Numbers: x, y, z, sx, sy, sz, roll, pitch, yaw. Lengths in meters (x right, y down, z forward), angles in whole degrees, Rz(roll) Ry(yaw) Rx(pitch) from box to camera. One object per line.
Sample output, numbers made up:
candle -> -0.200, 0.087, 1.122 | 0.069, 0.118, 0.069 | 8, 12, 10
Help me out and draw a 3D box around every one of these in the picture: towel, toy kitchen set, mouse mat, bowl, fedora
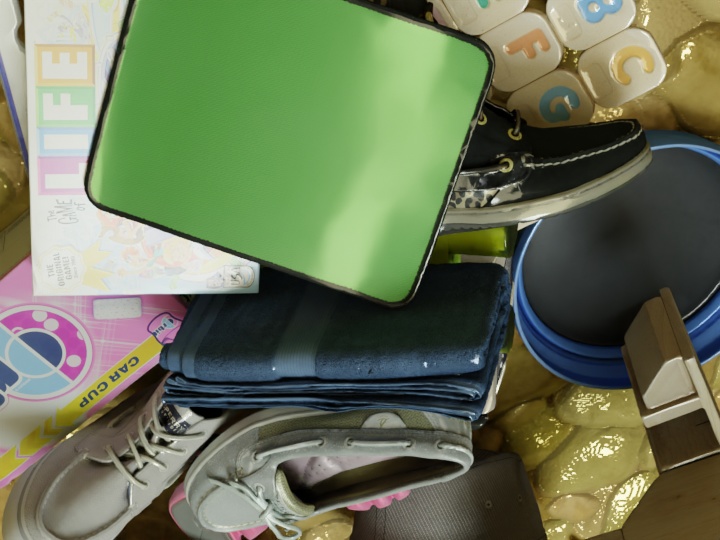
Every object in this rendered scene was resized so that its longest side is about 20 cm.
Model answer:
towel -> -0.012, 0.039, 0.808 | 0.198, 0.112, 0.049 | -2, 123, 19
toy kitchen set -> 0.153, 0.126, 0.906 | 0.179, 0.201, 0.164 | -20, 125, 13
mouse mat -> -0.041, -0.078, 0.747 | 0.199, 0.008, 0.162 | 18, 110, -2
bowl -> 0.197, -0.008, 0.966 | 0.199, 0.039, 0.202 | -6, 123, -9
fedora -> 0.068, 0.176, 1.006 | 0.199, 0.176, 0.091 | 2, 89, -40

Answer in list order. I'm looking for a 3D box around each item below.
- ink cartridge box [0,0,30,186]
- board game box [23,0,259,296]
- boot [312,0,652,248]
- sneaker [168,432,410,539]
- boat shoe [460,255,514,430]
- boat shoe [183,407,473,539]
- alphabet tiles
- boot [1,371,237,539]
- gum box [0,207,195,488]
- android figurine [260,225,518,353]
ink cartridge box -> -0.114, -0.156, 0.794 | 0.198, 0.047, 0.199 | -10, 120, -3
board game box -> -0.121, -0.083, 0.780 | 0.133, 0.034, 0.201 | -1, 114, -11
boot -> 0.055, -0.103, 0.770 | 0.202, 0.074, 0.155 | -11, 107, 5
sneaker -> -0.039, 0.123, 0.958 | 0.199, 0.096, 0.079 | -16, 121, 14
boat shoe -> 0.069, 0.003, 0.932 | 0.074, 0.093, 0.202 | 6, 96, 10
boat shoe -> -0.023, 0.124, 0.855 | 0.201, 0.065, 0.075 | -20, 131, 17
alphabet tiles -> 0.075, -0.122, 0.831 | 0.195, 0.015, 0.201 | -26, 106, 23
boot -> -0.144, 0.110, 0.872 | 0.074, 0.200, 0.096 | 46, 122, -4
gum box -> -0.212, 0.043, 0.888 | 0.200, 0.066, 0.113 | -38, 121, 12
android figurine -> 0.000, 0.000, 0.874 | 0.198, 0.041, 0.184 | 6, 106, 17
